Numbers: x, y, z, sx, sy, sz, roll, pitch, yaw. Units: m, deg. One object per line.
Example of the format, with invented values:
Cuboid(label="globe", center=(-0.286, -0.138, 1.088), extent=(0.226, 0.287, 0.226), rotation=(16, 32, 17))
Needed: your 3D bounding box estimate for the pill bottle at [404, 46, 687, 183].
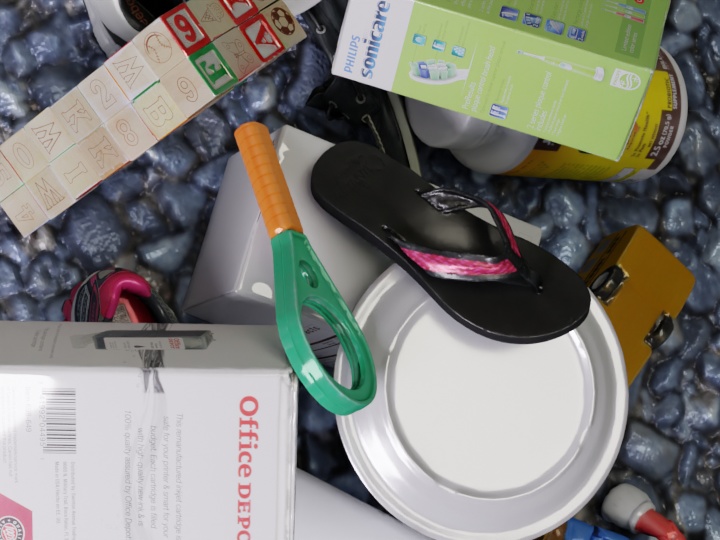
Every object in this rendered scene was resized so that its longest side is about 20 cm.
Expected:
Cuboid(label="pill bottle", center=(0.132, -0.121, 1.408), extent=(0.200, 0.109, 0.110), rotation=(1, 79, -38))

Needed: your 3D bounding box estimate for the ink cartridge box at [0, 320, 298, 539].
Cuboid(label="ink cartridge box", center=(-0.139, 0.111, 1.219), extent=(0.199, 0.085, 0.146), rotation=(2, 111, -2))

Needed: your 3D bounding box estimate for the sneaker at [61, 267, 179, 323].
Cuboid(label="sneaker", center=(-0.131, 0.092, 1.292), extent=(0.081, 0.075, 0.200), rotation=(-33, 95, -25))

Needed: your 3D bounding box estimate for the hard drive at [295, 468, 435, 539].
Cuboid(label="hard drive", center=(-0.004, 0.221, 1.278), extent=(0.200, 0.025, 0.132), rotation=(24, 64, 30))

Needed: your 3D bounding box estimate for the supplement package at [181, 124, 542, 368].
Cuboid(label="supplement package", center=(0.000, 0.000, 1.342), extent=(0.200, 0.120, 0.122), rotation=(22, 75, -19))

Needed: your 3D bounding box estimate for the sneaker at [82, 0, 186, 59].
Cuboid(label="sneaker", center=(-0.177, -0.221, 1.330), extent=(0.074, 0.080, 0.200), rotation=(-43, 97, -22))

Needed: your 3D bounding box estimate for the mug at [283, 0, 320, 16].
Cuboid(label="mug", center=(-0.102, -0.284, 1.301), extent=(0.148, 0.200, 0.175), rotation=(-44, 59, -3))

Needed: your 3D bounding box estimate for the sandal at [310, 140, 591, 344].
Cuboid(label="sandal", center=(0.056, -0.022, 1.239), extent=(0.200, 0.045, 0.075), rotation=(33, 59, 9))

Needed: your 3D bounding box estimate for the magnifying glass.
Cuboid(label="magnifying glass", center=(-0.038, -0.003, 1.220), extent=(0.080, 0.022, 0.200), rotation=(17, 46, -57))

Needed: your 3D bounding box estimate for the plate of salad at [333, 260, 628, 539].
Cuboid(label="plate of salad", center=(0.077, 0.078, 1.269), extent=(0.199, 0.048, 0.201), rotation=(2, 83, -15))

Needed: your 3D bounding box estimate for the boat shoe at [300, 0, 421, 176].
Cuboid(label="boat shoe", center=(-0.012, -0.140, 1.395), extent=(0.066, 0.075, 0.200), rotation=(-21, 104, 0))

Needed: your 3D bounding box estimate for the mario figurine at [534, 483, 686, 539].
Cuboid(label="mario figurine", center=(0.211, 0.236, 1.430), extent=(0.199, 0.106, 0.124), rotation=(15, 110, -10))

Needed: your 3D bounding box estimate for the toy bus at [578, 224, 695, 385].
Cuboid(label="toy bus", center=(0.163, 0.060, 1.425), extent=(0.065, 0.078, 0.200), rotation=(43, 67, -12))

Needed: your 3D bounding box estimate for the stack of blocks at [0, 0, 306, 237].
Cuboid(label="stack of blocks", center=(-0.142, -0.108, 1.254), extent=(0.059, 0.200, 0.115), rotation=(54, 37, -6))

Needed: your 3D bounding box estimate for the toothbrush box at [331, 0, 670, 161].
Cuboid(label="toothbrush box", center=(0.098, -0.175, 1.296), extent=(0.199, 0.086, 0.146), rotation=(17, 47, 0))
